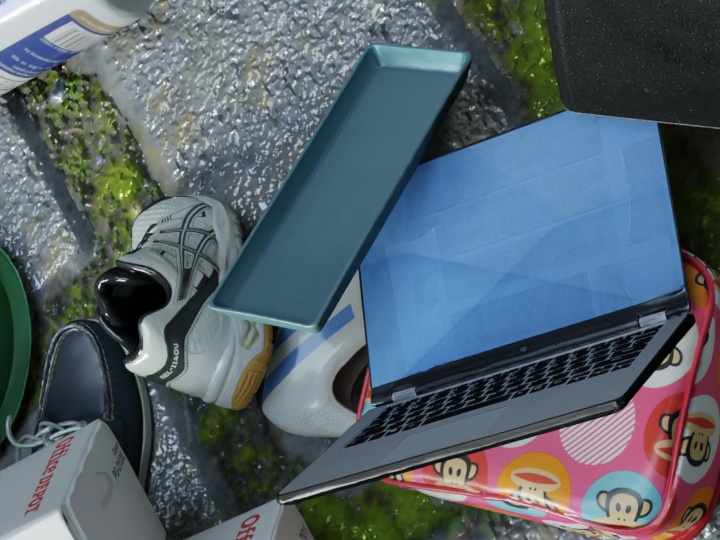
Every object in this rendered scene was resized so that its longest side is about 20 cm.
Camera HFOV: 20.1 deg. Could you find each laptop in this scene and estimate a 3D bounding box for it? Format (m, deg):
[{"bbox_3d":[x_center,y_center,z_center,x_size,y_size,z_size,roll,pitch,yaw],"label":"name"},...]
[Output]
[{"bbox_3d":[0.055,0.008,1.004,0.187,0.200,0.116,-19,98,28],"label":"laptop"}]

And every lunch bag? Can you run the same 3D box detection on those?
[{"bbox_3d":[0.103,0.044,1.072,0.199,0.082,0.177,11,84,34],"label":"lunch bag"}]

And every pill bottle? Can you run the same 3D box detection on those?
[{"bbox_3d":[-0.242,-0.174,1.324,0.199,0.111,0.111,-24,67,25],"label":"pill bottle"}]

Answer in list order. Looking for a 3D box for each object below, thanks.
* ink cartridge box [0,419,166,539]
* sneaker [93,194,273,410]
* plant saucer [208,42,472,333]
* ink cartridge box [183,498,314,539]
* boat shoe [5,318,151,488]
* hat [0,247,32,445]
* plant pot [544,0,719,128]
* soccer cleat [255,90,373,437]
[{"bbox_3d":[-0.214,0.179,1.100,0.199,0.145,0.085,-28,103,8],"label":"ink cartridge box"},{"bbox_3d":[-0.115,0.003,1.180,0.076,0.087,0.200,-67,26,18],"label":"sneaker"},{"bbox_3d":[-0.007,-0.046,1.095,0.070,0.019,0.200,9,53,31],"label":"plant saucer"},{"bbox_3d":[-0.116,0.223,1.109,0.199,0.147,0.086,-23,107,17],"label":"ink cartridge box"},{"bbox_3d":[-0.175,0.125,1.241,0.075,0.062,0.201,-6,76,30],"label":"boat shoe"},{"bbox_3d":[-0.325,0.055,1.282,0.165,0.176,0.201,-13,72,31],"label":"hat"},{"bbox_3d":[0.195,-0.200,0.973,0.199,0.178,0.200,10,56,33],"label":"plant pot"},{"bbox_3d":[0.000,0.000,1.165,0.086,0.070,0.201,15,90,20],"label":"soccer cleat"}]
